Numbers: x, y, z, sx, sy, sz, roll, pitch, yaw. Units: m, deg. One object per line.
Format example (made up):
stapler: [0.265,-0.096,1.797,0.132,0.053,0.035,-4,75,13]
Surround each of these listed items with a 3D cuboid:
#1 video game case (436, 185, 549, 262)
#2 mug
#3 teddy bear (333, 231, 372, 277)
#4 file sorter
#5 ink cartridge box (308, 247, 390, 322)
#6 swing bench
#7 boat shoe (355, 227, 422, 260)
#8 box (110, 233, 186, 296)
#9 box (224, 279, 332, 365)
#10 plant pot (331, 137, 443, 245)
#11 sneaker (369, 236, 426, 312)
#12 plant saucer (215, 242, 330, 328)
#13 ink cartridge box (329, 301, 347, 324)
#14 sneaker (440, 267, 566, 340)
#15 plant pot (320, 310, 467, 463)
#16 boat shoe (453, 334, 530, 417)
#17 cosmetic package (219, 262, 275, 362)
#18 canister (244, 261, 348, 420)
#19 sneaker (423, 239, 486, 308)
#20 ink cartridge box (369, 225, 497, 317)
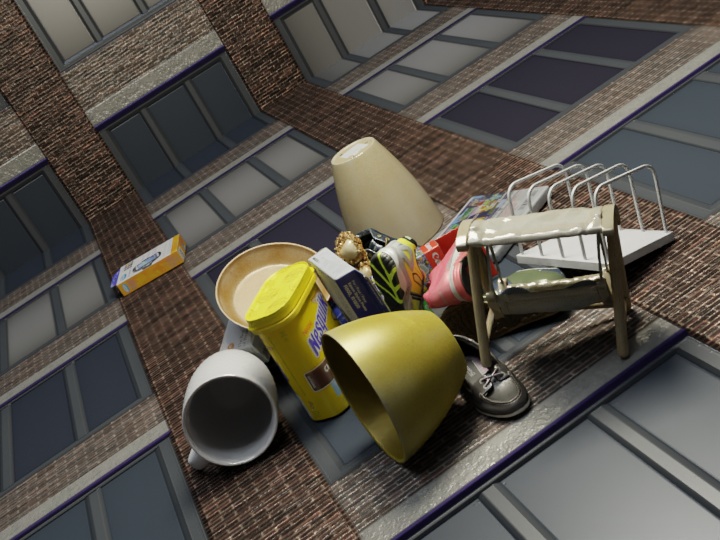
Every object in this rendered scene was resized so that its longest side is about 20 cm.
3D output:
video game case: [0.219,-0.075,1.959,0.181,0.023,0.200,-6,34,47]
mug: [-0.215,0.223,1.752,0.201,0.147,0.176,-59,12,11]
teddy bear: [0.000,0.000,1.907,0.066,0.201,0.145,-35,65,-13]
file sorter: [0.334,-0.084,1.649,0.138,0.126,0.199,-24,17,-29]
ink cartridge box: [0.010,0.071,1.678,0.040,0.201,0.200,-36,21,-9]
swing bench: [0.244,0.005,1.458,0.196,0.202,0.130,-5,30,17]
boat shoe: [0.058,-0.026,1.947,0.200,0.090,0.071,6,68,62]
box: [-0.526,-0.008,2.759,0.199,0.042,0.119,-31,22,7]
box: [-0.141,0.075,1.952,0.200,0.038,0.137,-44,29,1]
plant pot: [0.031,-0.143,2.107,0.186,0.201,0.188,-26,21,11]
sneaker: [0.074,0.038,1.687,0.075,0.201,0.076,26,53,35]
plant saucer: [-0.142,0.036,1.864,0.197,0.036,0.202,-3,46,3]
ink cartridge box: [-0.089,0.096,1.961,0.199,0.044,0.094,0,40,52]
sneaker: [0.219,0.045,1.655,0.198,0.068,0.090,-18,17,29]
plant pot: [0.059,0.135,1.493,0.141,0.202,0.200,-31,21,-15]
boat shoe: [0.163,0.142,1.519,0.067,0.057,0.200,-34,22,-8]
cosmetic package: [-0.181,0.077,1.909,0.082,0.051,0.201,-25,36,31]
canister: [-0.080,0.110,1.709,0.086,0.201,0.149,-19,25,27]
sneaker: [0.138,-0.001,1.683,0.086,0.074,0.200,-26,12,22]
ink cartridge box: [0.116,0.017,1.770,0.199,0.110,0.050,-31,13,1]
